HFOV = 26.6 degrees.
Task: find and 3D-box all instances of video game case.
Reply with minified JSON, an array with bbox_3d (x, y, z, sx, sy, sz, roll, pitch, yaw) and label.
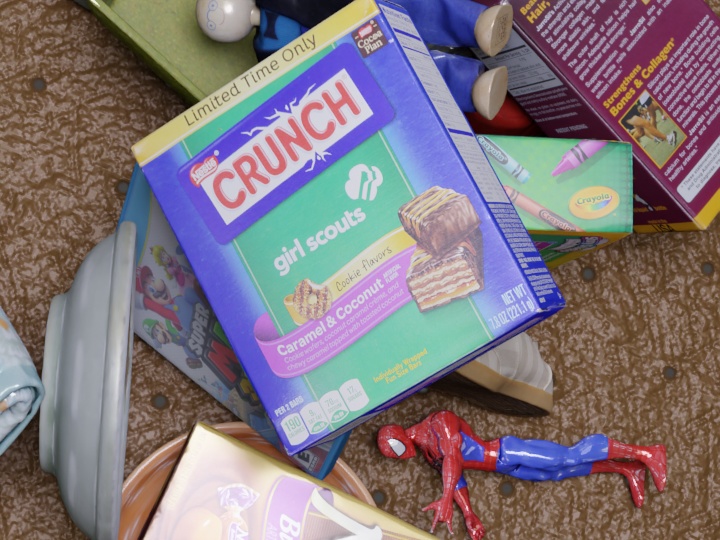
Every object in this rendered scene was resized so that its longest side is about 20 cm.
[{"bbox_3d":[-0.078,0.030,0.974,0.200,0.144,0.018,38,45,13],"label":"video game case"}]

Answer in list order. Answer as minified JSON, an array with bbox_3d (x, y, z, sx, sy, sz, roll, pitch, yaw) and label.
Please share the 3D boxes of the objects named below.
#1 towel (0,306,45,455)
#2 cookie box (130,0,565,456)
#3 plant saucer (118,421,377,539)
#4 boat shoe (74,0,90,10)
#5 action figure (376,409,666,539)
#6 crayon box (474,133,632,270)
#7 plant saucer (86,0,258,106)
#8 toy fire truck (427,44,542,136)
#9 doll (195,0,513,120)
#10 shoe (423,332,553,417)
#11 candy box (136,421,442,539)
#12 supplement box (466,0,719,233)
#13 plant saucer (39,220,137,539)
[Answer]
[{"bbox_3d":[-0.290,0.074,0.908,0.200,0.048,0.171,-45,63,13],"label":"towel"},{"bbox_3d":[-0.008,-0.026,0.866,0.170,0.075,0.201,-31,81,15],"label":"cookie box"},{"bbox_3d":[-0.079,0.203,1.016,0.198,0.037,0.202,1,82,-10],"label":"plant saucer"},{"bbox_3d":[-0.180,-0.222,1.049,0.200,0.070,0.072,26,78,-4],"label":"boat shoe"},{"bbox_3d":[0.105,0.151,1.036,0.198,0.065,0.100,12,62,-7],"label":"action figure"},{"bbox_3d":[0.091,-0.040,1.000,0.118,0.200,0.059,2,82,-9],"label":"crayon box"},{"bbox_3d":[-0.080,-0.173,1.023,0.200,0.048,0.201,42,51,-22],"label":"plant saucer"},{"bbox_3d":[0.056,-0.166,1.044,0.199,0.129,0.177,-23,86,-16],"label":"toy fire truck"},{"bbox_3d":[-0.008,-0.150,0.932,0.198,0.048,0.137,11,120,18],"label":"doll"},{"bbox_3d":[0.074,0.055,1.002,0.069,0.200,0.054,4,78,29],"label":"shoe"},{"bbox_3d":[-0.043,0.193,0.977,0.199,0.056,0.117,26,77,-6],"label":"candy box"},{"bbox_3d":[0.169,-0.131,0.987,0.200,0.086,0.111,45,75,-14],"label":"supplement box"},{"bbox_3d":[-0.165,0.070,0.923,0.050,0.200,0.202,3,80,-7],"label":"plant saucer"}]
